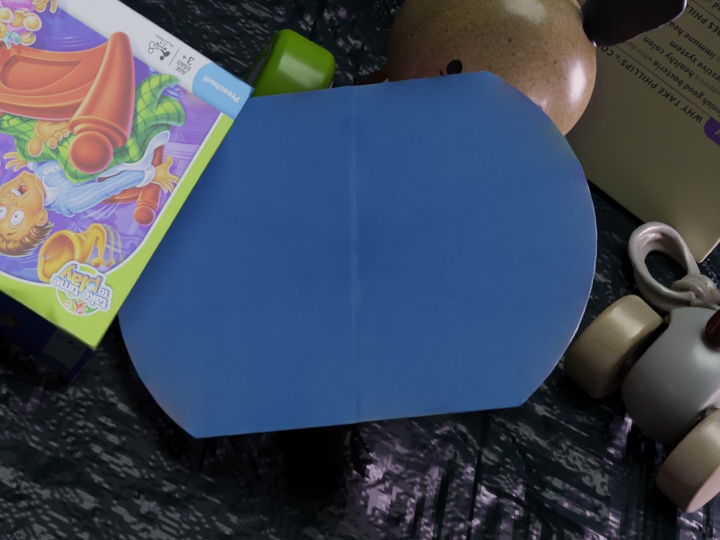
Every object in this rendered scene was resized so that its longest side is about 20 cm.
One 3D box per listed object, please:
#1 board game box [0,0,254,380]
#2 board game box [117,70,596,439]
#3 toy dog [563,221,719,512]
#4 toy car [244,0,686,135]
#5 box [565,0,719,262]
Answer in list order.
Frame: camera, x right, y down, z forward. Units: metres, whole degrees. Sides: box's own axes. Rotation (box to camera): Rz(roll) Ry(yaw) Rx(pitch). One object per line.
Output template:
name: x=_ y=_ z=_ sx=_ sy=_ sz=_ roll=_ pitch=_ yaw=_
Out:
board game box: x=-0.162 y=-0.068 z=1.116 sx=0.199 sy=0.045 sz=0.135 roll=32 pitch=65 yaw=-6
board game box: x=0.000 y=0.000 z=1.151 sx=0.199 sy=0.039 sz=0.159 roll=-6 pitch=60 yaw=8
toy dog: x=0.182 y=0.028 z=1.308 sx=0.132 sy=0.096 sz=0.200 roll=37 pitch=35 yaw=-1
toy car: x=0.051 y=-0.075 z=1.221 sx=0.164 sy=0.200 sz=0.158 roll=28 pitch=36 yaw=-12
box: x=0.166 y=-0.141 z=1.394 sx=0.176 sy=0.200 sz=0.097 roll=36 pitch=35 yaw=0
